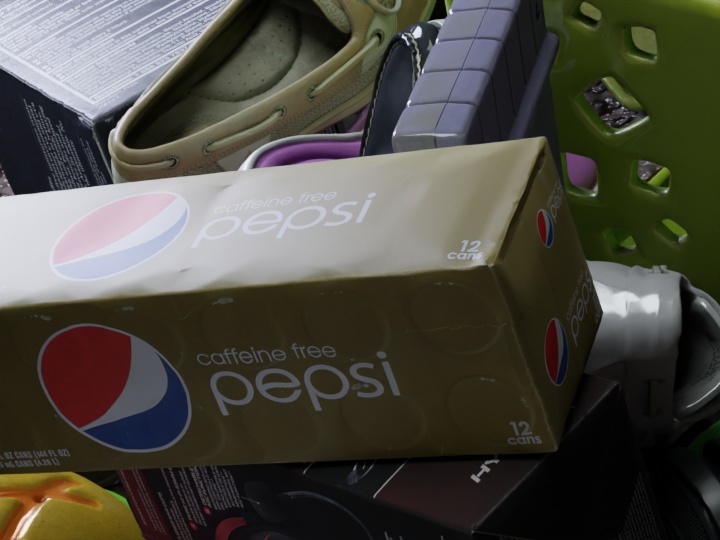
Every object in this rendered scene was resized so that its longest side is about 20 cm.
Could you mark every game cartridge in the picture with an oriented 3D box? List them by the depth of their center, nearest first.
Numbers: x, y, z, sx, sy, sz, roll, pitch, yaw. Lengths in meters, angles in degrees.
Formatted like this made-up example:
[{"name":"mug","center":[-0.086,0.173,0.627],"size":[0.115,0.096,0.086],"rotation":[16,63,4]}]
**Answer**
[{"name":"game cartridge","center":[0.054,0.005,0.741],"size":[0.038,0.200,0.130],"rotation":[-2,35,14]}]

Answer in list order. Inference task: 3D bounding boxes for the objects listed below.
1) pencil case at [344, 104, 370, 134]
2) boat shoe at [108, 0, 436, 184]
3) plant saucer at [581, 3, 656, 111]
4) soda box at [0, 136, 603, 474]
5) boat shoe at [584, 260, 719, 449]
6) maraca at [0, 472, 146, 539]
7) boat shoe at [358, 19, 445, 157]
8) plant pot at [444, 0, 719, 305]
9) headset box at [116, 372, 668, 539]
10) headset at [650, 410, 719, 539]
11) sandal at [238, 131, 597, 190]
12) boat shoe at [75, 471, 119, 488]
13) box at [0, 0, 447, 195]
[{"name":"pencil case","center":[-0.006,-0.008,0.913],"size":[0.087,0.088,0.200],"rotation":[2,36,34]},{"name":"boat shoe","center":[-0.035,-0.100,0.908],"size":[0.073,0.063,0.201],"rotation":[38,69,21]},{"name":"plant saucer","center":[0.156,-0.189,1.064],"size":[0.200,0.048,0.200],"rotation":[-31,71,-16]},{"name":"soda box","center":[-0.034,0.013,0.616],"size":[0.199,0.068,0.064],"rotation":[-6,35,25]},{"name":"boat shoe","center":[0.099,0.035,0.719],"size":[0.067,0.074,0.200],"rotation":[0,-3,17]},{"name":"maraca","center":[-0.151,0.123,0.770],"size":[0.137,0.107,0.200],"rotation":[-37,33,-30]},{"name":"boat shoe","center":[-0.001,0.000,0.789],"size":[0.066,0.200,0.074],"rotation":[6,7,-18]},{"name":"plant pot","center":[0.173,-0.084,0.823],"size":[0.181,0.199,0.200],"rotation":[19,49,40]},{"name":"headset box","center":[0.005,0.093,0.678],"size":[0.200,0.149,0.075],"rotation":[13,43,44]},{"name":"headset","center":[0.160,0.093,0.684],"size":[0.123,0.094,0.200],"rotation":[-15,15,20]},{"name":"sandal","center":[0.039,-0.044,0.876],"size":[0.202,0.050,0.083],"rotation":[-19,68,-37]},{"name":"boat shoe","center":[-0.175,0.073,0.899],"size":[0.199,0.075,0.068],"rotation":[-22,36,0]},{"name":"box","center":[-0.075,-0.097,1.060],"size":[0.200,0.124,0.198],"rotation":[-31,33,-19]}]
